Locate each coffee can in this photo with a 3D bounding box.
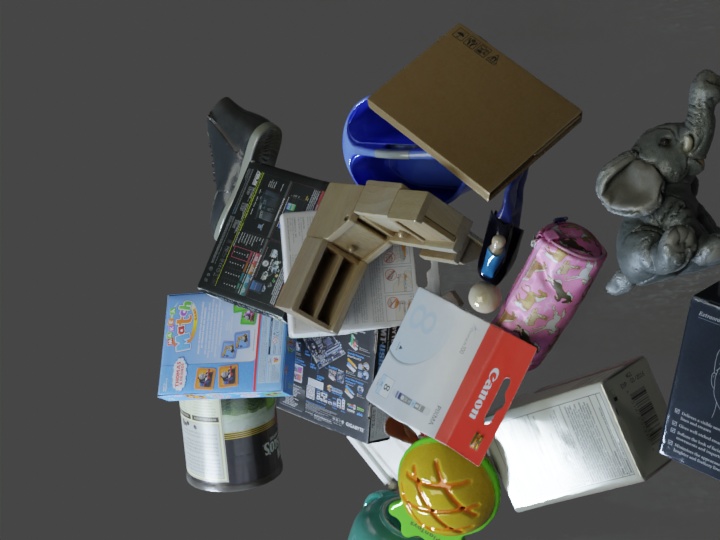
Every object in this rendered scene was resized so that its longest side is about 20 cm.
[{"bbox_3d":[-0.197,0.209,1.978,0.146,0.146,0.200,8,110,39],"label":"coffee can"}]

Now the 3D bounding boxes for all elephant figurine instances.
[{"bbox_3d":[0.332,-0.094,1.457,0.142,0.155,0.200,99,156,-81],"label":"elephant figurine"}]

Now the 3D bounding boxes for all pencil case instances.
[{"bbox_3d":[0.219,0.034,1.608,0.087,0.083,0.200,40,127,22],"label":"pencil case"}]

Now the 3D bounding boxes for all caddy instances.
[{"bbox_3d":[0.068,-0.154,1.655,0.200,0.105,0.141,6,110,39],"label":"caddy"}]

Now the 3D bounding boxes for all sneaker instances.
[{"bbox_3d":[-0.186,-0.144,1.907,0.106,0.075,0.200,38,117,31],"label":"sneaker"}]

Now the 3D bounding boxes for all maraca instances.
[{"bbox_3d":[0.105,0.287,1.682,0.137,0.107,0.200,32,130,14],"label":"maraca"}]

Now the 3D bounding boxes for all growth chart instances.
[{"bbox_3d":[0.057,0.221,1.853,0.200,0.018,0.145,-42,76,41],"label":"growth chart"}]

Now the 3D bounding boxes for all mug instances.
[{"bbox_3d":[0.047,0.373,1.822,0.185,0.152,0.114,32,122,28],"label":"mug"}]

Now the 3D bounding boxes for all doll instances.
[{"bbox_3d":[0.172,-0.046,1.594,0.048,0.136,0.200,13,91,13],"label":"doll"}]

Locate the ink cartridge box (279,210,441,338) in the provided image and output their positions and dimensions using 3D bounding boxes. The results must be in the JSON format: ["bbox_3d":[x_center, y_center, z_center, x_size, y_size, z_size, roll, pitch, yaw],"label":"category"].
[{"bbox_3d":[0.000,0.000,1.728,0.050,0.200,0.161,129,137,-80],"label":"ink cartridge box"}]

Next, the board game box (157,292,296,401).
[{"bbox_3d":[-0.185,0.103,1.856,0.200,0.037,0.151,-4,71,23],"label":"board game box"}]

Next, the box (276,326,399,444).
[{"bbox_3d":[-0.033,0.117,1.833,0.200,0.050,0.199,15,103,46],"label":"box"}]

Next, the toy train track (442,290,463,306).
[{"bbox_3d":[0.068,0.100,1.782,0.200,0.033,0.115,-51,61,34],"label":"toy train track"}]

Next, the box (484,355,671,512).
[{"bbox_3d":[0.265,0.199,1.606,0.200,0.109,0.128,-24,89,43],"label":"box"}]

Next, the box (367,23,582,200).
[{"bbox_3d":[0.133,-0.190,1.561,0.200,0.163,0.021,41,160,23],"label":"box"}]

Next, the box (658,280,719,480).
[{"bbox_3d":[0.429,0.126,1.443,0.148,0.107,0.200,24,119,33],"label":"box"}]

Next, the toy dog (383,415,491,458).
[{"bbox_3d":[0.096,0.184,1.724,0.132,0.096,0.200,-7,101,12],"label":"toy dog"}]

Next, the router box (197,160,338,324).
[{"bbox_3d":[-0.114,-0.038,1.811,0.150,0.062,0.200,18,83,30],"label":"router box"}]

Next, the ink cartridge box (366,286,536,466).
[{"bbox_3d":[0.106,0.126,1.614,0.200,0.047,0.160,28,93,54],"label":"ink cartridge box"}]

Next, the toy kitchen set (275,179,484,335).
[{"bbox_3d":[0.043,0.007,1.625,0.200,0.163,0.181,10,73,54],"label":"toy kitchen set"}]
